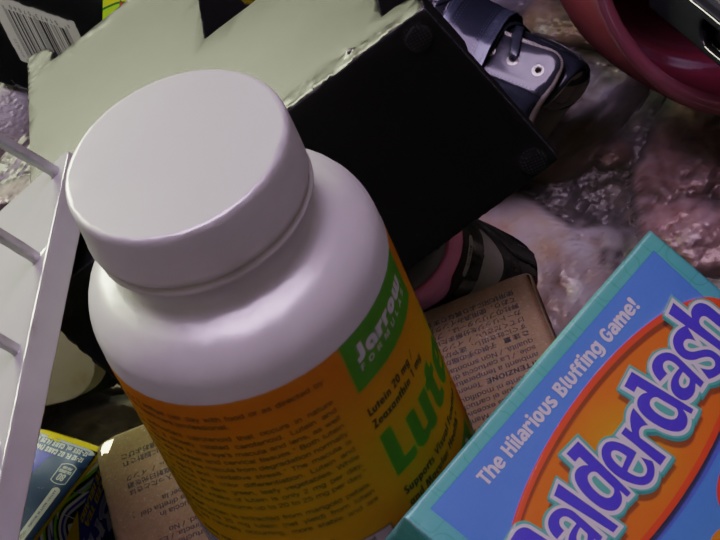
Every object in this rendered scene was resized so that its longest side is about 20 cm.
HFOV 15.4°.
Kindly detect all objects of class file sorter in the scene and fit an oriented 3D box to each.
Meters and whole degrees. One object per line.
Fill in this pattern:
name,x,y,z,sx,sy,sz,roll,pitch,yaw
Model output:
file sorter,-0.202,0.037,1.008,0.139,0.124,0.201,-37,33,38

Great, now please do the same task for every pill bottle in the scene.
pill bottle,-0.033,0.026,0.968,0.110,0.200,0.111,-12,45,13

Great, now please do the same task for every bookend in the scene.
bookend,-0.038,-0.068,1.120,0.198,0.092,0.200,-37,31,15

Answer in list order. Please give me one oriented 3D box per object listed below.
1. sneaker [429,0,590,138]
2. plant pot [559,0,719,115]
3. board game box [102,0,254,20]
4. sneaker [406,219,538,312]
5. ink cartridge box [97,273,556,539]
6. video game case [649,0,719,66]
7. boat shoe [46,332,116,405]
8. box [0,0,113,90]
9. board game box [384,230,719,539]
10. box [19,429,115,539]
sneaker,0.045,-0.141,1.235,0.145,0.077,0.204,14,95,18
plant pot,0.153,-0.189,1.228,0.199,0.201,0.179,-33,28,-10
board game box,-0.069,-0.167,1.262,0.101,0.201,0.047,-10,18,-41
sneaker,0.000,0.000,1.189,0.199,0.095,0.080,4,83,51
ink cartridge box,0.007,0.111,1.069,0.199,0.075,0.165,-21,45,3
video game case,0.248,-0.104,1.095,0.199,0.026,0.181,-15,34,-18
boat shoe,-0.181,0.032,1.241,0.200,0.074,0.063,-4,10,34
box,-0.100,-0.182,1.378,0.148,0.105,0.200,21,59,37
board game box,0.131,0.107,0.964,0.200,0.045,0.152,40,67,5
box,-0.195,0.098,1.178,0.199,0.064,0.070,14,55,34
